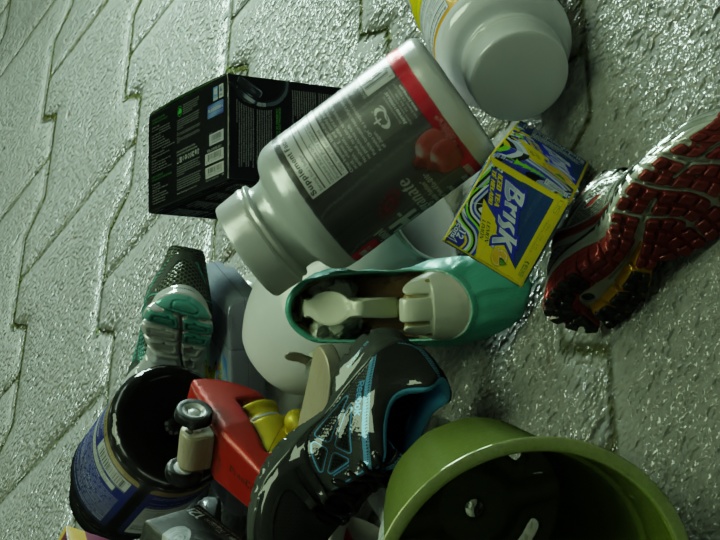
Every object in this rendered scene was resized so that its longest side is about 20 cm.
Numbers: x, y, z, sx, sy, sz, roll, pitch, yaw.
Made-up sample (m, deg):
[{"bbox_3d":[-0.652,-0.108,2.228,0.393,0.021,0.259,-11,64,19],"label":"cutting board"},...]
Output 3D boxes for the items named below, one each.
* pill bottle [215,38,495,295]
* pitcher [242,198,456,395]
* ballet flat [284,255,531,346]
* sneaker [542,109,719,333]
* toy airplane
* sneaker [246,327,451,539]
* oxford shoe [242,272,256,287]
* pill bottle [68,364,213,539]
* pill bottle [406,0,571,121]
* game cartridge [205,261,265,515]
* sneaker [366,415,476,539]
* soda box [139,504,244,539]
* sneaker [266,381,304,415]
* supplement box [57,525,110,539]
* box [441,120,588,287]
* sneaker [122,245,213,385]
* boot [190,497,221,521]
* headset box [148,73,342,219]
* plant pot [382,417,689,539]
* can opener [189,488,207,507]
[{"bbox_3d":[-0.007,-0.072,1.517,0.199,0.111,0.111,-36,31,7],"label":"pill bottle"},{"bbox_3d":[0.000,0.000,1.673,0.200,0.121,0.172,-44,8,30],"label":"pitcher"},{"bbox_3d":[0.029,0.029,1.525,0.198,0.070,0.068,-4,99,28],"label":"ballet flat"},{"bbox_3d":[0.183,-0.046,1.355,0.200,0.077,0.083,-45,32,40],"label":"sneaker"},{"bbox_3d":[-0.044,0.162,1.610,0.199,0.141,0.201,-19,93,49],"label":"toy airplane"},{"bbox_3d":[-0.011,0.138,1.464,0.082,0.073,0.201,31,91,48],"label":"sneaker"},{"bbox_3d":[-0.111,0.042,1.922,0.057,0.076,0.200,-29,0,-25],"label":"oxford shoe"},{"bbox_3d":[-0.191,0.169,1.782,0.200,0.111,0.113,133,150,-57],"label":"pill bottle"},{"bbox_3d":[0.102,-0.200,1.610,0.110,0.109,0.201,-57,27,23],"label":"pill bottle"},{"bbox_3d":[-0.116,0.106,1.800,0.133,0.040,0.202,-144,52,-63],"label":"game cartridge"},{"bbox_3d":[0.050,0.177,1.457,0.080,0.070,0.201,-53,28,23],"label":"sneaker"},{"bbox_3d":[-0.085,0.261,1.542,0.199,0.063,0.071,32,116,31],"label":"soda box"},{"bbox_3d":[-0.062,0.047,1.779,0.076,0.080,0.202,15,89,62],"label":"sneaker"},{"bbox_3d":[-0.174,0.311,1.647,0.132,0.199,0.103,-60,26,16],"label":"supplement box"},{"bbox_3d":[0.111,-0.049,1.419,0.070,0.064,0.200,-61,-4,14],"label":"box"},{"bbox_3d":[-0.164,0.054,1.801,0.201,0.077,0.092,115,162,-50],"label":"sneaker"},{"bbox_3d":[-0.183,0.291,1.789,0.074,0.095,0.202,84,-164,-68],"label":"boot"},{"bbox_3d":[-0.061,-0.099,1.769,0.174,0.198,0.094,-16,72,61],"label":"headset box"},{"bbox_3d":[0.088,0.176,1.275,0.201,0.199,0.190,-65,12,7],"label":"plant pot"},{"bbox_3d":[-0.162,0.167,1.931,0.052,0.067,0.201,-12,53,17],"label":"can opener"}]
